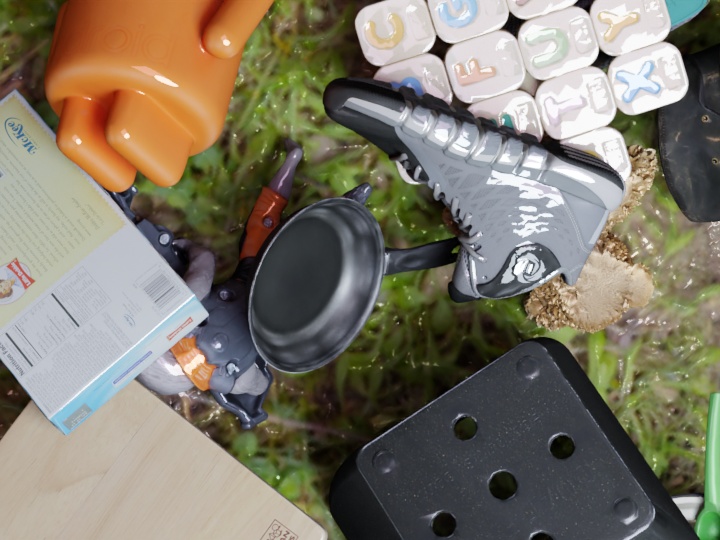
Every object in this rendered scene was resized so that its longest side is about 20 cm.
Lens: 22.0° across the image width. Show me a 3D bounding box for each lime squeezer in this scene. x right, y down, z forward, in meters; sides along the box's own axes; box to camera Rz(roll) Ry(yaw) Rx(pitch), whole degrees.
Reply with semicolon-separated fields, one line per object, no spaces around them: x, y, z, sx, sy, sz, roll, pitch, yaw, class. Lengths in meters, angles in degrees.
0.257;0.185;1.239;0.070;0.038;0.201;-27;97;-9;lime squeezer

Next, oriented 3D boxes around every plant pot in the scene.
0.098;0.155;1.162;0.199;0.178;0.200;-32;69;-4;plant pot

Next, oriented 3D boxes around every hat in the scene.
0.239;-0.087;1.237;0.081;0.201;0.202;-17;97;12;hat

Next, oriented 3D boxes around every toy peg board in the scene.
-0.153;0.186;1.176;0.199;0.098;0.200;37;86;8;toy peg board

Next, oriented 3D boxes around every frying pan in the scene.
-0.004;-0.013;1.170;0.190;0.031;0.115;-38;133;-29;frying pan

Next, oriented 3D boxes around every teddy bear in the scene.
0.124;-0.054;1.247;0.200;0.067;0.145;41;105;-15;teddy bear

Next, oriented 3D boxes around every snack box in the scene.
-0.201;-0.008;1.155;0.116;0.037;0.200;-40;66;-7;snack box

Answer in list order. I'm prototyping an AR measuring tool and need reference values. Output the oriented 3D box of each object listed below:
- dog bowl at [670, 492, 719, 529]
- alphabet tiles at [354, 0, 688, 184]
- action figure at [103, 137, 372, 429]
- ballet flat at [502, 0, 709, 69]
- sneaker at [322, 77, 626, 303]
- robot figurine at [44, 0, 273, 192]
0.215;0.249;1.290;0.199;0.074;0.201;-1;93;-11;dog bowl
0.103;-0.138;1.181;0.195;0.015;0.201;-16;100;5;alphabet tiles
-0.087;-0.002;1.200;0.193;0.105;0.200;-45;104;-16;action figure
0.142;-0.164;1.246;0.200;0.072;0.072;-26;99;20;ballet flat
0.057;-0.040;1.158;0.199;0.075;0.116;20;104;-3;sneaker
-0.127;-0.150;1.156;0.116;0.144;0.201;18;65;-15;robot figurine
